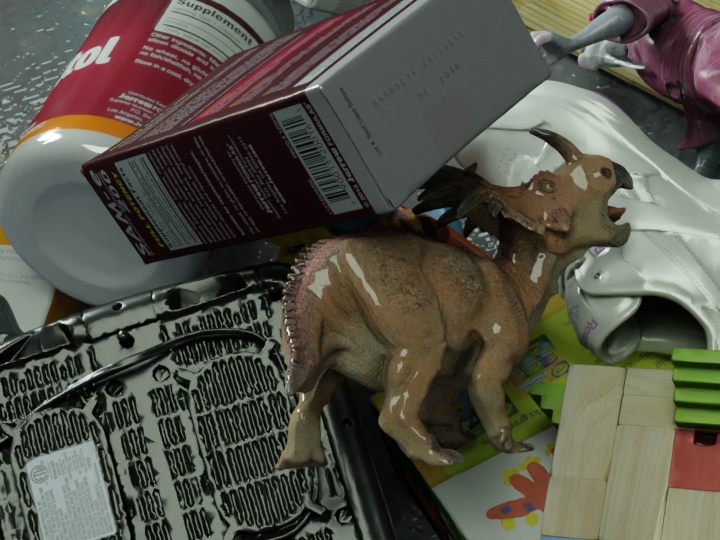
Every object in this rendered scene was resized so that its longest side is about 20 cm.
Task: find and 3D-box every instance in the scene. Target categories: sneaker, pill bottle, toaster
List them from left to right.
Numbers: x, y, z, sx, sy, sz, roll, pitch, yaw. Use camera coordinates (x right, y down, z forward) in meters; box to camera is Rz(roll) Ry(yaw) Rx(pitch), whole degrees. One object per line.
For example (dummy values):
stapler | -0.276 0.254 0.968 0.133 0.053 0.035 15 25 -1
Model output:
pill bottle | -0.104 -0.083 0.963 0.113 0.113 0.200 7 43 15
toaster | -0.085 0.101 0.827 0.181 0.119 0.200 -18 70 -3
sneaker | 0.109 -0.019 0.827 0.200 0.075 0.100 31 65 29

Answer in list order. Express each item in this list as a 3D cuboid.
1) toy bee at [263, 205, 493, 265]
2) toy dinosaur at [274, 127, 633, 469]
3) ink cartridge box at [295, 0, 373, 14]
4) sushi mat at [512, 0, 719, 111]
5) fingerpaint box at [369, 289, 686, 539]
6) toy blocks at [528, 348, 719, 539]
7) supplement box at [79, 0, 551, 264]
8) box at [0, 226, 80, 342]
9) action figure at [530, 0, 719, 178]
toy bee | 0.000 0.000 0.918 0.131 0.200 0.109 37 97 -7
toy dinosaur | 0.021 0.010 0.748 0.086 0.200 0.136 -6 89 46
ink cartridge box | -0.031 -0.198 1.037 0.200 0.176 0.045 36 112 33
sushi mat | 0.178 -0.137 1.020 0.200 0.012 0.096 31 67 27
fingerpaint box | 0.134 0.086 0.840 0.200 0.073 0.167 -30 55 -10
toy blocks | 0.151 0.114 0.726 0.200 0.100 0.137 3 67 24
supplement box | -0.025 -0.064 0.790 0.109 0.061 0.200 -41 18 -31
box | -0.224 0.062 0.944 0.119 0.041 0.200 6 60 14
action figure | 0.181 -0.111 0.916 0.149 0.134 0.200 -48 39 -4
